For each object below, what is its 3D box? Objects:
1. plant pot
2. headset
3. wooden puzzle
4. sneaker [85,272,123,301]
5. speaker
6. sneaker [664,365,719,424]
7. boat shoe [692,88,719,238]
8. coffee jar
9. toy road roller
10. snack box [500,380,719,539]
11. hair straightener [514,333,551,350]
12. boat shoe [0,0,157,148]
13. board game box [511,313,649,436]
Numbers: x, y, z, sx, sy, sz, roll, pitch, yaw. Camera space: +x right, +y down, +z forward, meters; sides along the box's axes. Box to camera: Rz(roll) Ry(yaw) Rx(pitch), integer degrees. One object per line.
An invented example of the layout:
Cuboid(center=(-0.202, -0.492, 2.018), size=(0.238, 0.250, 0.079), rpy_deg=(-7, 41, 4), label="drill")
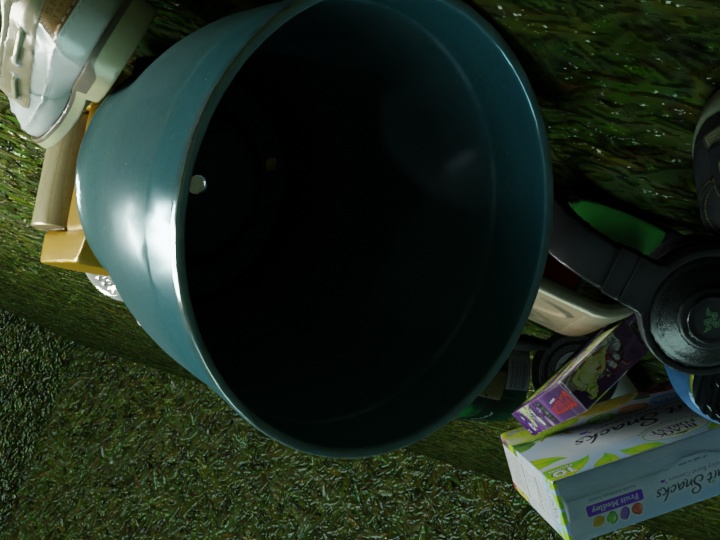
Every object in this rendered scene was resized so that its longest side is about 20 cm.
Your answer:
Cuboid(center=(-0.041, -0.033, 0.527), size=(0.199, 0.202, 0.187), rpy_deg=(29, 172, -36), label="plant pot")
Cuboid(center=(0.178, 0.026, 0.565), size=(0.199, 0.095, 0.123), rpy_deg=(30, -161, 21), label="headset")
Cuboid(center=(0.074, -0.012, 0.701), size=(0.198, 0.047, 0.185), rpy_deg=(21, 176, 7), label="wooden puzzle")
Cuboid(center=(-0.170, -0.036, 0.862), size=(0.104, 0.076, 0.200), rpy_deg=(24, -162, -38), label="sneaker")
Cuboid(center=(0.222, 0.121, 1.009), size=(0.081, 0.082, 0.200), rpy_deg=(13, 165, 29), label="speaker")
Cuboid(center=(0.284, 0.079, 0.671), size=(0.198, 0.067, 0.078), rpy_deg=(18, -172, -3), label="sneaker")
Cuboid(center=(0.169, -0.036, 0.428), size=(0.074, 0.074, 0.200), rpy_deg=(18, 168, 10), label="boat shoe")
Cuboid(center=(0.055, 0.078, 0.899), size=(0.103, 0.086, 0.199), rpy_deg=(2, 171, 36), label="coffee jar")
Cuboid(center=(-0.116, -0.052, 0.714), size=(0.145, 0.124, 0.199), rpy_deg=(14, 173, -36), label="toy road roller")
Cuboid(center=(0.220, 0.131, 0.810), size=(0.198, 0.054, 0.142), rpy_deg=(-17, -172, -6), label="snack box")
Cuboid(center=(0.093, 0.061, 0.804), size=(0.041, 0.078, 0.199), rpy_deg=(12, -171, 29), label="hair straightener")
Cuboid(center=(-0.174, -0.125, 0.611), size=(0.068, 0.075, 0.200), rpy_deg=(33, 159, -19), label="boat shoe")
Cuboid(center=(0.167, 0.058, 0.744), size=(0.032, 0.120, 0.200), rpy_deg=(42, 171, 9), label="board game box")
